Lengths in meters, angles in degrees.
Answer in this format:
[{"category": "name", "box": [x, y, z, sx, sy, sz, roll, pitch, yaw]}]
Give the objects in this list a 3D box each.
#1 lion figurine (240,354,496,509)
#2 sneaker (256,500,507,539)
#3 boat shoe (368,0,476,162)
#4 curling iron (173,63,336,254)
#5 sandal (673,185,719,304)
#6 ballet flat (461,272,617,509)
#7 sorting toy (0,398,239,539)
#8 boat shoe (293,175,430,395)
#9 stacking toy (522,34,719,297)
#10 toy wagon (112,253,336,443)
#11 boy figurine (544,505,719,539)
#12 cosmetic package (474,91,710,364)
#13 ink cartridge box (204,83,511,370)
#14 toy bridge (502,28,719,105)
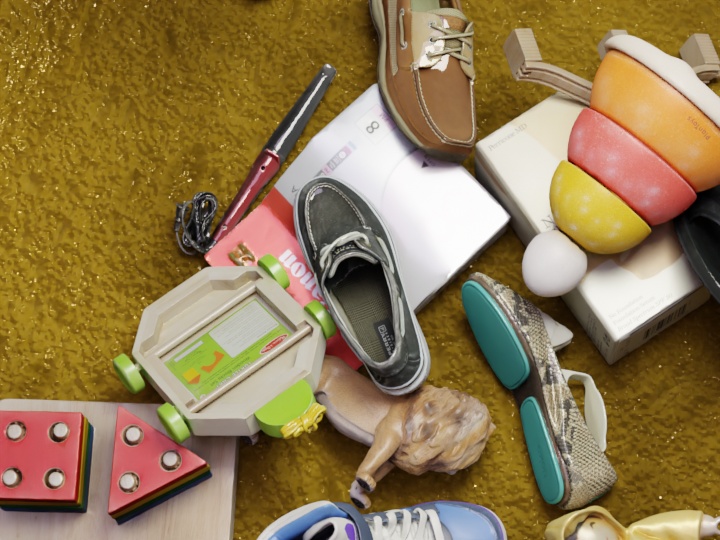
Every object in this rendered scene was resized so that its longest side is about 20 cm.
[{"category": "lion figurine", "box": [-0.002, 0.110, 1.534, 0.199, 0.073, 0.123, 31, 61, 16]}, {"category": "sneaker", "box": [0.013, 0.211, 1.464, 0.198, 0.147, 0.081, -12, 72, 0]}, {"category": "boat shoe", "box": [0.056, -0.184, 1.597, 0.075, 0.074, 0.201, 6, 53, -30]}, {"category": "curling iron", "box": [-0.084, -0.094, 1.625, 0.200, 0.026, 0.050, -49, 117, -10]}, {"category": "sandal", "box": [0.280, -0.037, 1.521, 0.048, 0.075, 0.201, -43, 32, 27]}, {"category": "ballet flat", "box": [0.147, 0.089, 1.545, 0.075, 0.068, 0.201, -17, 76, -25]}, {"category": "sorting toy", "box": [-0.201, 0.196, 1.524, 0.197, 0.070, 0.202, 2, 72, 4]}, {"category": "boat shoe", "box": [0.000, 0.000, 1.517, 0.072, 0.071, 0.201, -29, 63, 2]}, {"category": "stacking toy", "box": [0.190, -0.065, 1.490, 0.146, 0.146, 0.200, 41, 91, 15]}, {"category": "toy wagon", "box": [-0.093, 0.074, 1.518, 0.155, 0.040, 0.200, -35, 49, -15]}, {"category": "boy figurine", "box": [0.235, 0.233, 1.487, 0.199, 0.064, 0.125, 30, 79, 9]}, {"category": "cosmetic package", "box": [0.186, -0.039, 1.571, 0.105, 0.071, 0.201, -33, 73, -8]}, {"category": "ink cartridge box", "box": [-0.003, -0.029, 1.589, 0.200, 0.057, 0.163, -42, 79, -14]}, {"category": "toy bridge", "box": [0.213, -0.161, 1.582, 0.199, 0.027, 0.068, -2, 61, -28]}]
